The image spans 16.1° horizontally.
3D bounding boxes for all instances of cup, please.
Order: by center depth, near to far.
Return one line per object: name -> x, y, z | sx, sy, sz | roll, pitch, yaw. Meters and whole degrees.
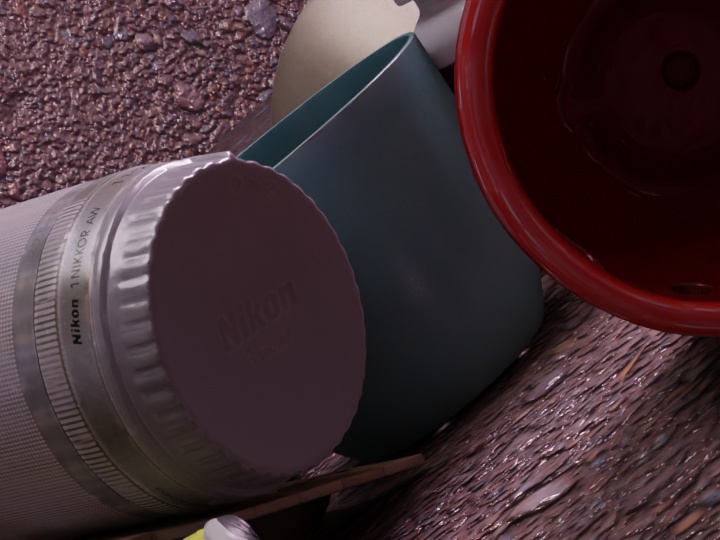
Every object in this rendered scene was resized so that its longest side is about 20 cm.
cup -> 0.066, -0.086, 1.498 | 0.200, 0.200, 0.143 | -40, 33, -7

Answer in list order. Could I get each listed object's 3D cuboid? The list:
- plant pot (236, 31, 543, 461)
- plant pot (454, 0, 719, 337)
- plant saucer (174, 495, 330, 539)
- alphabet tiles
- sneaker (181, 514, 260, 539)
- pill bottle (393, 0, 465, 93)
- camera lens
plant pot -> 0.000, 0.000, 1.324 | 0.200, 0.161, 0.201 | -39, 9, 7
plant pot -> 0.135, -0.078, 1.041 | 0.200, 0.200, 0.183 | -39, 3, 1
plant saucer -> -0.108, 0.144, 1.253 | 0.200, 0.032, 0.200 | -13, -2, -1
alphabet tiles -> -0.091, 0.120, 1.207 | 0.167, 0.008, 0.200 | -14, -2, 37
sneaker -> -0.096, 0.170, 1.101 | 0.076, 0.075, 0.200 | -17, -18, -38
pill bottle -> 0.098, -0.114, 1.362 | 0.110, 0.200, 0.110 | -37, 9, 7
camera lens -> -0.118, 0.040, 1.178 | 0.200, 0.160, 0.160 | -14, 23, 38
